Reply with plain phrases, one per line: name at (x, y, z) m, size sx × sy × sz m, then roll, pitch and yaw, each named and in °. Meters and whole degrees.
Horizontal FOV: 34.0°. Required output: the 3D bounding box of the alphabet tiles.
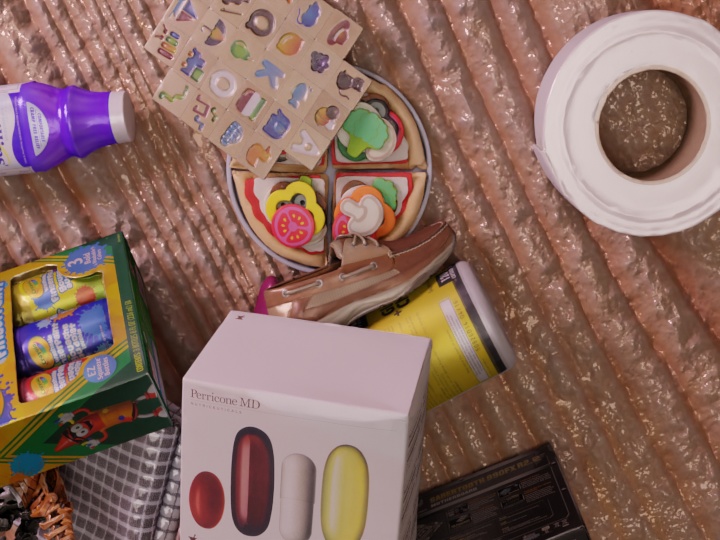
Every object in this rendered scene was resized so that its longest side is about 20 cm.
alphabet tiles at (-0.096, -0.191, 1.090) m, size 0.199 × 0.006 × 0.167 m, roll 36°, pitch 97°, yaw 5°

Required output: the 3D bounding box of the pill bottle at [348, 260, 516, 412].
pill bottle at (0.039, 0.083, 1.108) m, size 0.198 × 0.112 × 0.113 m, roll -28°, pitch 100°, yaw 6°

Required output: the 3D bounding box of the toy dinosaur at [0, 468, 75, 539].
toy dinosaur at (-0.310, 0.203, 1.037) m, size 0.102 × 0.199 × 0.136 m, roll 41°, pitch 83°, yaw -29°

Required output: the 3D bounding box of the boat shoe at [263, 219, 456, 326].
boat shoe at (0.000, 0.000, 1.087) m, size 0.198 × 0.076 × 0.073 m, roll -31°, pitch 99°, yaw -16°

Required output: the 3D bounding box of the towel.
towel at (-0.254, 0.183, 1.106) m, size 0.198 × 0.085 × 0.168 m, roll 20°, pitch 102°, yaw 28°

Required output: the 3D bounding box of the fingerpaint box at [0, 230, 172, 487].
fingerpaint box at (-0.269, 0.073, 1.052) m, size 0.164 × 0.201 × 0.074 m, roll -19°, pitch 132°, yaw -3°

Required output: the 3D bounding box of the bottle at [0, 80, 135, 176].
bottle at (-0.311, -0.132, 1.094) m, size 0.196 × 0.065 × 0.085 m, roll -6°, pitch 103°, yaw 2°

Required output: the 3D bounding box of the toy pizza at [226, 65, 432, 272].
toy pizza at (-0.030, -0.094, 1.115) m, size 0.197 × 0.032 × 0.204 m, roll 0°, pitch 101°, yaw 1°

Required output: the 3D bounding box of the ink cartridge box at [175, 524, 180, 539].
ink cartridge box at (-0.146, 0.305, 1.136) m, size 0.066 × 0.117 × 0.203 m, roll 10°, pitch 113°, yaw 0°

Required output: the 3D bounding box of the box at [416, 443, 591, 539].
box at (0.112, 0.255, 1.117) m, size 0.197 × 0.159 × 0.049 m, roll -23°, pitch 108°, yaw 5°

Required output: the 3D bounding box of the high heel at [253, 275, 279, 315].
high heel at (-0.117, 0.103, 1.134) m, size 0.094 × 0.067 × 0.203 m, roll 0°, pitch 105°, yaw -10°

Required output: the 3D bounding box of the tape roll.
tape roll at (0.260, -0.136, 1.083) m, size 0.199 × 0.071 × 0.206 m, roll 0°, pitch 102°, yaw 0°

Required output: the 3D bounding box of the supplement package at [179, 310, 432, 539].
supplement package at (-0.045, 0.165, 1.006) m, size 0.188 × 0.147 × 0.203 m, roll 7°, pitch 111°, yaw 9°
